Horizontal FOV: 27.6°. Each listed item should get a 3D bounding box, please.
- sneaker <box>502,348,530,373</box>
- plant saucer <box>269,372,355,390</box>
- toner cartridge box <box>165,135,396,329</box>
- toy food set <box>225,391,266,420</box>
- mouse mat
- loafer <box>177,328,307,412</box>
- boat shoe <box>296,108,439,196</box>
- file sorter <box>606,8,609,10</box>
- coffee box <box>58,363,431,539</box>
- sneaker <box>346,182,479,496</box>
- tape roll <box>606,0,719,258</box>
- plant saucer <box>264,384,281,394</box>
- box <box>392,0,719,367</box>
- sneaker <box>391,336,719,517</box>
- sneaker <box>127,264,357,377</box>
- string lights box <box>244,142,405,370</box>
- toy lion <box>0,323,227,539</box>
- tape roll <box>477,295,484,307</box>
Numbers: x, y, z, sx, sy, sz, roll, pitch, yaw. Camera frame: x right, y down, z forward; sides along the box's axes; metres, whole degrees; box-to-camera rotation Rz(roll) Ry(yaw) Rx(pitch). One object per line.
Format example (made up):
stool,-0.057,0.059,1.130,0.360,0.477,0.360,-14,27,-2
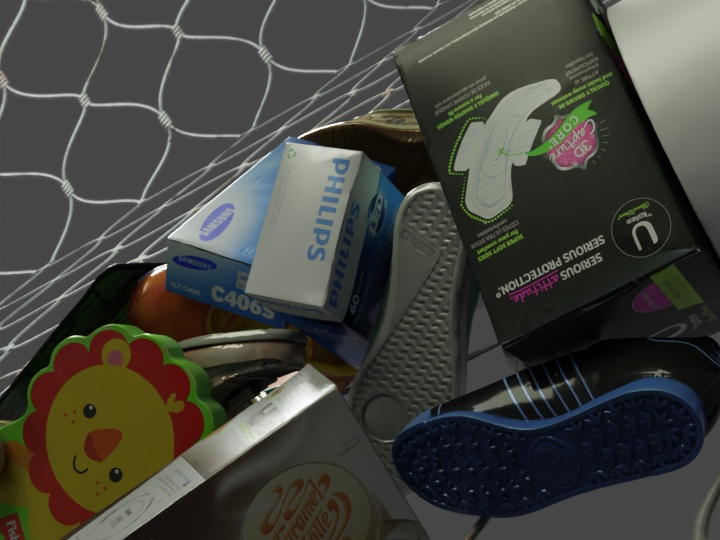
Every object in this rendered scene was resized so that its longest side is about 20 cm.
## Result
sneaker,0.109,0.002,1.016,0.072,0.072,0.201,-13,35,18
plant saucer,-0.057,0.087,1.244,0.199,0.033,0.201,-29,14,8
toner cartridge box,-0.053,-0.033,1.062,0.094,0.044,0.200,16,31,16
toy food set,-0.140,0.113,1.091,0.143,0.061,0.200,-35,17,-9
mouse mat,-0.203,0.068,1.075,0.200,0.008,0.161,-48,-14,15
loafer,-0.120,0.085,1.010,0.198,0.064,0.072,-12,-17,30
boat shoe,0.040,-0.091,1.157,0.197,0.074,0.063,-2,18,19
file sorter,0.196,-0.153,1.133,0.137,0.127,0.200,-20,-11,19
coffee box,-0.075,0.161,0.844,0.199,0.115,0.080,-34,14,-10
sneaker,0.049,0.044,0.954,0.073,0.203,0.118,15,7,15
tape roll,0.219,-0.079,0.856,0.070,0.204,0.203,-26,14,16
plant saucer,-0.098,0.155,1.067,0.198,0.036,0.200,-29,18,10
box,0.127,-0.051,0.872,0.123,0.202,0.148,-26,-26,18
sneaker,0.112,0.084,0.816,0.198,0.071,0.078,-14,17,36
sneaker,-0.074,0.034,1.060,0.198,0.074,0.077,10,-3,-35
string lights box,0.000,0.000,0.987,0.058,0.200,0.104,10,76,24
toy lion,-0.170,0.145,0.960,0.190,0.203,0.069,-21,-10,13
tape roll,0.064,-0.032,1.199,0.200,0.072,0.203,-18,19,6
